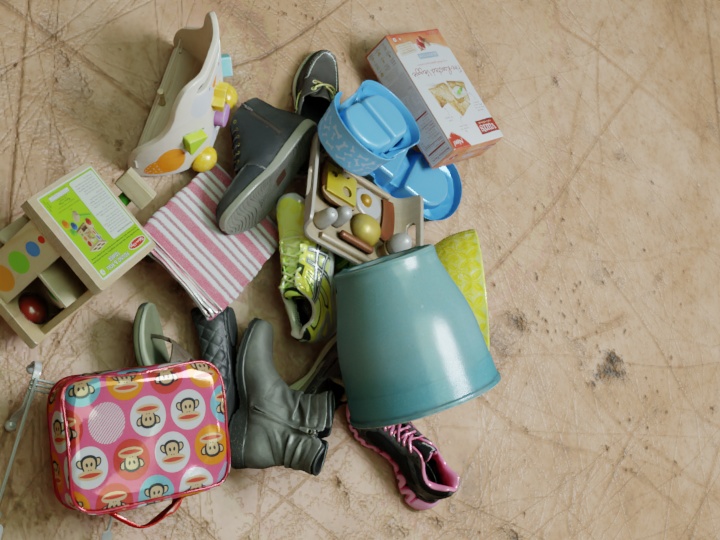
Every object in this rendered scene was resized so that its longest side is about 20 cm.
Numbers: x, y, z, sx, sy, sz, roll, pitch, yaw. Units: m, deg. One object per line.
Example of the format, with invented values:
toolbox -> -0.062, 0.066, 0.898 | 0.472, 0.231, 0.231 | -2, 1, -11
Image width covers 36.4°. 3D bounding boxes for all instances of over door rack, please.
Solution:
over door rack -> -0.336, 0.219, 1.254 | 0.146, 0.066, 0.202 | 18, 73, -26

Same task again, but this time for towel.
towel -> -0.190, -0.042, 1.412 | 0.147, 0.030, 0.200 | 48, 40, -9

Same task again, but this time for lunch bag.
lunch bag -> -0.243, 0.196, 1.226 | 0.198, 0.082, 0.179 | -4, 85, -32

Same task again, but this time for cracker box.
cracker box -> 0.111, -0.258, 1.628 | 0.133, 0.058, 0.201 | -21, 78, -48

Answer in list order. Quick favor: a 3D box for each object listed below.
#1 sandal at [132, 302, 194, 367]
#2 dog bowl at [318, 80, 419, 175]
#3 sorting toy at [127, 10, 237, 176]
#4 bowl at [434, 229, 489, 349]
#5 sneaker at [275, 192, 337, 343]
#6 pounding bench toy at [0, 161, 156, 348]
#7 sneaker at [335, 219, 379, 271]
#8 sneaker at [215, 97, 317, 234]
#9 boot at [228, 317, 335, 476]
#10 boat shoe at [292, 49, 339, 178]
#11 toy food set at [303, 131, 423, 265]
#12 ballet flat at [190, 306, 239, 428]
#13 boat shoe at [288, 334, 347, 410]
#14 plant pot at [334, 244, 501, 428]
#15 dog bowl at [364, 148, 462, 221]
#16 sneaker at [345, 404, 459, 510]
sandal -> -0.223, 0.132, 1.333 | 0.057, 0.080, 0.203 | -19, 95, 9
dog bowl -> 0.010, -0.189, 1.474 | 0.112, 0.050, 0.200 | 49, 30, 0
sorting toy -> -0.209, -0.230, 1.378 | 0.106, 0.180, 0.202 | 18, 67, -7
bowl -> 0.115, 0.046, 1.526 | 0.106, 0.200, 0.203 | -4, 76, 1
sneaker -> -0.073, -0.002, 1.441 | 0.076, 0.075, 0.202 | -22, 99, -61
pounding bench toy -> -0.336, -0.029, 1.281 | 0.125, 0.155, 0.200 | 51, 31, -8
sneaker -> 0.000, 0.000, 1.518 | 0.083, 0.074, 0.202 | -6, 71, -34
sneaker -> -0.151, -0.138, 1.448 | 0.105, 0.075, 0.201 | 27, 60, 19
boot -> -0.090, 0.158, 1.373 | 0.129, 0.068, 0.202 | -2, 67, 15
boat shoe -> -0.061, -0.229, 1.549 | 0.071, 0.060, 0.203 | 21, 66, -24
toy food set -> 0.007, -0.083, 1.463 | 0.199, 0.060, 0.145 | 29, 48, -34
ballet flat -> -0.185, 0.141, 1.383 | 0.056, 0.066, 0.203 | -5, 74, 12
boat shoe -> -0.035, 0.150, 1.444 | 0.200, 0.064, 0.074 | -47, 133, -26
plant pot -> 0.054, 0.074, 1.374 | 0.199, 0.199, 0.190 | -20, 93, -34
dog bowl -> 0.058, -0.148, 1.606 | 0.199, 0.049, 0.112 | 37, 61, -18
sneaker -> 0.063, 0.232, 1.475 | 0.201, 0.095, 0.079 | 51, 59, -8
